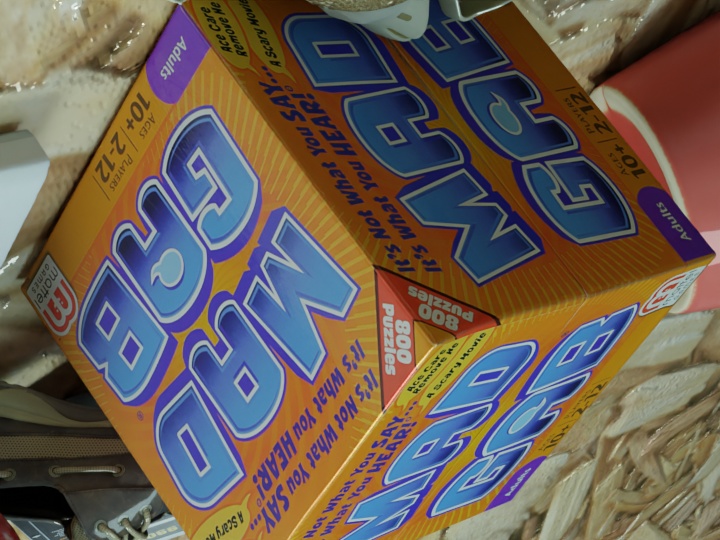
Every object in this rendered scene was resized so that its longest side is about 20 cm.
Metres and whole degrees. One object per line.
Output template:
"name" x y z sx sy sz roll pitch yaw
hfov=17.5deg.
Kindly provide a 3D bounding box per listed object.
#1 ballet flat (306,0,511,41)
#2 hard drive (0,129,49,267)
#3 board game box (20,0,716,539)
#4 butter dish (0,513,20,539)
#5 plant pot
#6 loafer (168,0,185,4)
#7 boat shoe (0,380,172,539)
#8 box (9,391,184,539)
"ballet flat" 0.033 -0.138 1.049 0.199 0.070 0.066 -21 121 -33
"hard drive" -0.238 0.007 0.996 0.199 0.027 0.132 -15 150 -42
"board game box" 0.000 0.000 1.111 0.199 0.200 0.200 -15 150 -44
"butter dish" -0.237 0.123 1.071 0.199 0.199 0.149 0 115 -55
"plant pot" 0.240 -0.069 1.382 0.176 0.201 0.201 -20 155 -13
"loafer" -0.023 -0.167 0.916 0.199 0.068 0.076 -34 159 -7
"boat shoe" -0.128 0.109 1.173 0.198 0.074 0.075 8 153 5
"box" -0.094 0.099 1.299 0.199 0.049 0.159 -18 160 2
